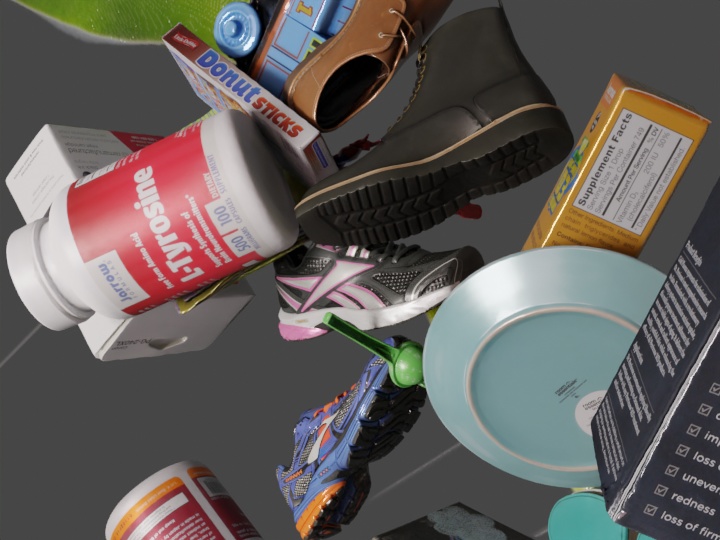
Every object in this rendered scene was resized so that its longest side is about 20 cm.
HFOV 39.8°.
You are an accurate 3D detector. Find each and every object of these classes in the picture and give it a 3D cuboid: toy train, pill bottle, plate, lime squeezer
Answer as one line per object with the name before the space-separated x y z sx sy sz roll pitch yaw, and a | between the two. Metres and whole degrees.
toy train | -0.038 -0.226 0.815 0.114 0.087 0.200 35 110 20
pill bottle | -0.156 -0.032 0.748 0.200 0.112 0.112 -24 77 10
plate | 0.139 0.075 0.666 0.200 0.026 0.200 6 121 10
lime squeezer | 0.055 0.084 0.753 0.200 0.071 0.038 29 99 -8
pill bottle | -0.129 0.277 0.883 0.200 0.113 0.113 46 117 26

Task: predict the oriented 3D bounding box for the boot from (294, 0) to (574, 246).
boot | 0.039 -0.108 0.733 0.200 0.077 0.139 -19 59 5

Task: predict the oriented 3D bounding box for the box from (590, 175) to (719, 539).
box | 0.260 0.065 0.538 0.200 0.124 0.197 23 109 0

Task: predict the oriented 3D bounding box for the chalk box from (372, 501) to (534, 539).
chalk box | 0.107 0.271 0.705 0.200 0.125 0.124 21 104 35

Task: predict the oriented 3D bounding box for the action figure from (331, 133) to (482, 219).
action figure | 0.005 -0.071 0.807 0.200 0.052 0.066 2 81 38

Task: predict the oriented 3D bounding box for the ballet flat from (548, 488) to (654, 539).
ballet flat | 0.197 0.186 0.655 0.200 0.069 0.070 157 104 -69

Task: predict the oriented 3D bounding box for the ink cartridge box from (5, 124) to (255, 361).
ink cartridge box | -0.206 -0.027 0.904 0.083 0.145 0.200 -44 68 28

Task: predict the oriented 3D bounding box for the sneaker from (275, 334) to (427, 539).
sneaker | -0.017 0.131 0.821 0.078 0.075 0.200 43 114 30

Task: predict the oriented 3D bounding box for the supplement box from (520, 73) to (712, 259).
supplement box | 0.157 -0.029 0.677 0.069 0.067 0.200 26 109 -3

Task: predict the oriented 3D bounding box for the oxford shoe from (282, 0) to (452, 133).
oxford shoe | 0.025 -0.181 0.751 0.200 0.071 0.071 -52 29 8

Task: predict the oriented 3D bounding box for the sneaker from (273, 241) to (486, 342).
sneaker | 0.000 0.000 0.787 0.200 0.080 0.086 -13 97 35

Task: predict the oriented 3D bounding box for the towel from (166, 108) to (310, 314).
towel | -0.116 -0.069 0.843 0.144 0.023 0.200 -31 52 12

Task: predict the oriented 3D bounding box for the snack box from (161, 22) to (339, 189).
snack box | -0.088 -0.129 0.802 0.024 0.072 0.200 -42 55 -9
